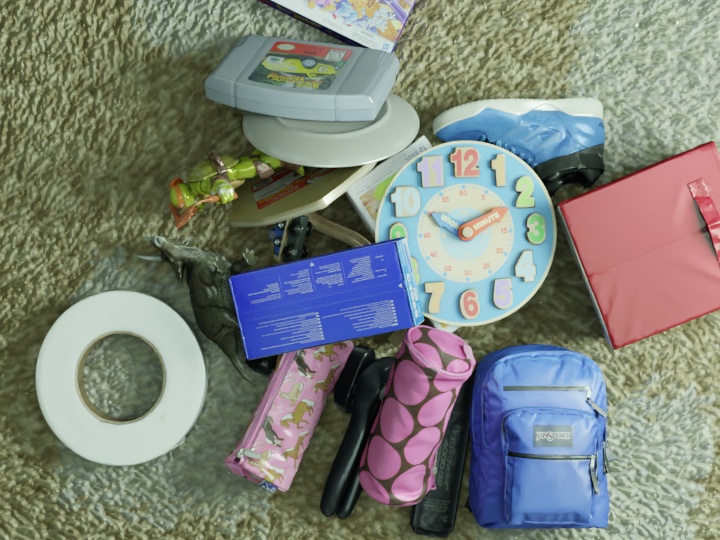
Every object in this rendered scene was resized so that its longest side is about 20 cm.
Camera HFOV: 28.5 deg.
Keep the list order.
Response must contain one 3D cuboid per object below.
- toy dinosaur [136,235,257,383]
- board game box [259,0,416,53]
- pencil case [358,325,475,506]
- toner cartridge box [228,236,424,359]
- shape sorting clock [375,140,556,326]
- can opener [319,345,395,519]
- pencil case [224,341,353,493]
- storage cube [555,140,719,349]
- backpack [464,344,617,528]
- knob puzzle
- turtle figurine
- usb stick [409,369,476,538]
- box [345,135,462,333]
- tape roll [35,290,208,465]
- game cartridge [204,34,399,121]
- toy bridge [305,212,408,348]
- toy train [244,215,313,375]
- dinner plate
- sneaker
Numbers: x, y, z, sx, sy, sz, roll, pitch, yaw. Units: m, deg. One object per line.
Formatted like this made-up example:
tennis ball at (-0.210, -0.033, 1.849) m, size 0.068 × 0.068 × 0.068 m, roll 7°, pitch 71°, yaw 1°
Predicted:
toy dinosaur at (-0.163, 0.032, 1.630) m, size 0.077 × 0.102 × 0.201 m, roll -36°, pitch 104°, yaw -44°
board game box at (-0.028, -0.347, 1.649) m, size 0.198 × 0.045 × 0.136 m, roll 25°, pitch 89°, yaw 1°
pencil case at (0.065, 0.159, 1.555) m, size 0.093 × 0.091 × 0.202 m, roll 12°, pitch 122°, yaw -10°
toner cartridge box at (-0.037, 0.031, 1.542) m, size 0.198 × 0.043 × 0.096 m, roll -11°, pitch 95°, yaw 18°
shape sorting clock at (0.114, -0.040, 1.542) m, size 0.197 × 0.039 × 0.203 m, roll 0°, pitch 89°, yaw 1°
can opener at (0.002, 0.191, 1.637) m, size 0.063 × 0.078 × 0.202 m, roll 12°, pitch 92°, yaw -38°
pencil case at (-0.080, 0.149, 1.616) m, size 0.082 × 0.087 × 0.202 m, roll 26°, pitch 86°, yaw -5°
storage cube at (0.328, -0.027, 1.570) m, size 0.178 × 0.200 × 0.173 m, roll -22°, pitch 89°, yaw 6°
backpack at (0.207, 0.183, 1.578) m, size 0.160 × 0.168 × 0.203 m, roll 1°, pitch 87°, yaw -7°
knob puzzle at (-0.054, -0.091, 1.574) m, size 0.218 × 0.220 × 0.031 m, roll -27°, pitch 110°, yaw 0°
turtle figurine at (-0.151, -0.105, 1.581) m, size 0.160 × 0.200 × 0.065 m, roll -23°, pitch 95°, yaw -14°
usb stick at (0.097, 0.206, 1.643) m, size 0.055 × 0.033 × 0.202 m, roll 9°, pitch 89°, yaw -7°
box at (0.081, -0.036, 1.613) m, size 0.112 × 0.101 × 0.201 m, roll -33°, pitch 89°, yaw 0°
tape roll at (-0.275, 0.124, 1.643) m, size 0.200 × 0.037 × 0.205 m, roll 0°, pitch 89°, yaw -1°
game cartridge at (-0.067, -0.215, 1.591) m, size 0.198 × 0.134 × 0.041 m, roll 8°, pitch 129°, yaw 13°
toy bridge at (0.000, 0.000, 1.631) m, size 0.200 × 0.027 × 0.067 m, roll 46°, pitch 133°, yaw 2°
toy train at (-0.097, 0.021, 1.628) m, size 0.045 × 0.034 × 0.202 m, roll 21°, pitch 104°, yaw 28°
dinner plate at (-0.033, -0.173, 1.579) m, size 0.198 × 0.201 × 0.024 m, roll 0°, pitch 123°, yaw 0°
sneaker at (0.184, -0.134, 1.627) m, size 0.197 × 0.077 × 0.113 m, roll -3°, pitch 79°, yaw -6°
